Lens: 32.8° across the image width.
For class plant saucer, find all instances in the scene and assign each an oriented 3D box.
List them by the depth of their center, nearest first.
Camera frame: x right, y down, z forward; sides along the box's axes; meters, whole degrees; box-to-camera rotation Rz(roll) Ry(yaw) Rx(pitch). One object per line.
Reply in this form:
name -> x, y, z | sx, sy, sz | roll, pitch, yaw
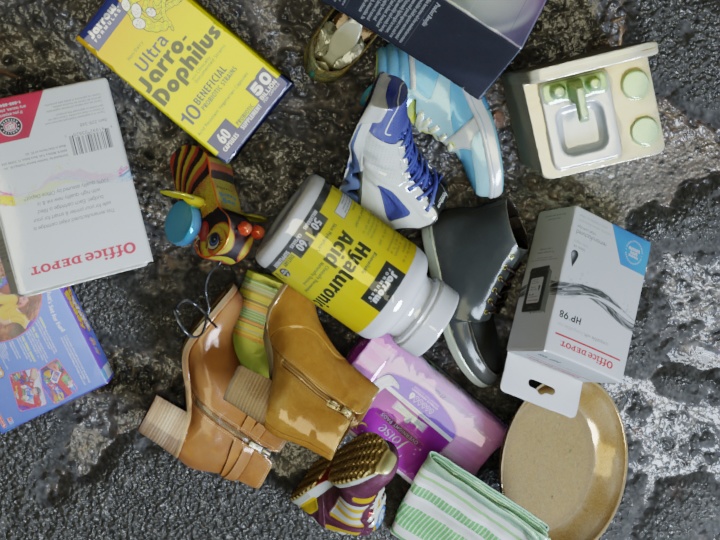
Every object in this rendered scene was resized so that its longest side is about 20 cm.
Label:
plant saucer -> 0.217, 0.214, 1.354 | 0.199, 0.035, 0.202 | -1, 91, -36

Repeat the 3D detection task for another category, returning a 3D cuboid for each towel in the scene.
towel -> 0.113, 0.281, 1.324 | 0.152, 0.200, 0.023 | 33, 57, 8
towel -> -0.121, 0.104, 1.379 | 0.085, 0.018, 0.202 | 21, 98, 1

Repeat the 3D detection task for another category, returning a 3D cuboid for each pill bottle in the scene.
pill bottle -> 0.000, 0.000, 1.266 | 0.199, 0.111, 0.112 | 35, 96, -10

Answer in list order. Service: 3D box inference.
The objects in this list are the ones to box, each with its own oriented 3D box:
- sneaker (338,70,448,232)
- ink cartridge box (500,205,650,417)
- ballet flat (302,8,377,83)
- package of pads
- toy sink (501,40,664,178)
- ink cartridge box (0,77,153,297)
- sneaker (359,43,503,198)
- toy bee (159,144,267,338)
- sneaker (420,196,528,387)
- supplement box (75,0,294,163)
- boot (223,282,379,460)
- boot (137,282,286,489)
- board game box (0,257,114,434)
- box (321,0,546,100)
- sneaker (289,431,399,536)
sneaker -> 0.043, -0.110, 1.280 | 0.114, 0.081, 0.200 | 18, 139, 1
ink cartridge box -> 0.230, 0.047, 1.302 | 0.115, 0.067, 0.202 | 22, 75, -28
ballet flat -> 0.010, -0.283, 1.300 | 0.071, 0.071, 0.200 | 38, 95, -6
package of pads -> 0.057, 0.161, 1.360 | 0.200, 0.076, 0.121 | 40, 94, -6
toy sink -> 0.230, -0.163, 1.255 | 0.129, 0.200, 0.113 | -14, 98, 0
ink cartridge box -> -0.318, -0.086, 1.284 | 0.146, 0.085, 0.202 | -14, 96, -22
sneaker -> 0.073, -0.160, 1.315 | 0.129, 0.080, 0.202 | -18, 89, -1
toy bee -> -0.143, -0.048, 1.284 | 0.108, 0.130, 0.202 | -23, 85, 36
sneaker -> 0.141, 0.025, 1.326 | 0.105, 0.075, 0.202 | -14, 98, 26
supplement box -> -0.179, -0.218, 1.283 | 0.200, 0.110, 0.109 | 39, 96, -6
boot -> -0.042, 0.091, 1.300 | 0.143, 0.071, 0.202 | 25, 66, 3
boot -> -0.135, 0.129, 1.347 | 0.154, 0.074, 0.201 | 28, 96, -9
board game box -> -0.378, 0.059, 1.350 | 0.134, 0.045, 0.201 | -24, 98, 2
box -> 0.098, -0.320, 1.231 | 0.197, 0.123, 0.201 | 31, 66, -7
sneaker -> 0.004, 0.238, 1.327 | 0.090, 0.200, 0.075 | 41, 59, -10
